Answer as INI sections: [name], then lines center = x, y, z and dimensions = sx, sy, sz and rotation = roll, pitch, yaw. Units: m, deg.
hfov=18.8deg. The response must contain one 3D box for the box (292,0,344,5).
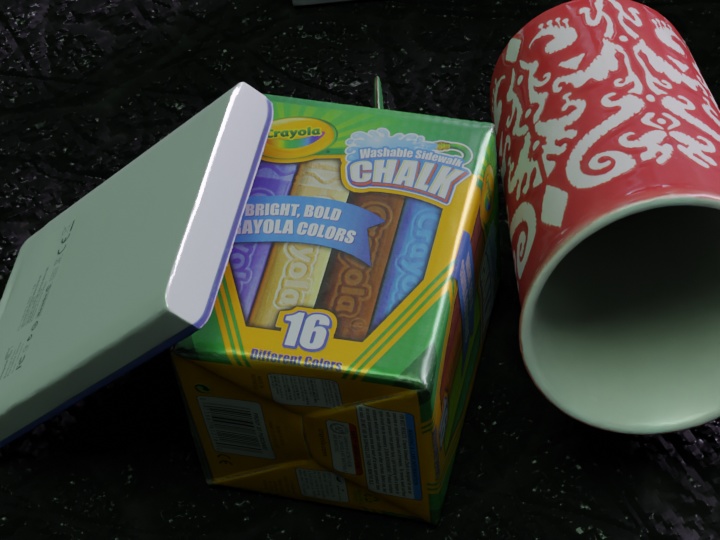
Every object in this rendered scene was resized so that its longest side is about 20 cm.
[box]
center = 0.025, -0.235, 1.185
dimensions = 0.155, 0.201, 0.041
rotation = -5, 52, 2

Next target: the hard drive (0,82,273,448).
[hard drive]
center = -0.122, 0.004, 1.048
dimensions = 0.025, 0.200, 0.133
rotation = 33, 51, -24

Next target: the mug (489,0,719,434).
[mug]
center = 0.137, -0.022, 1.066
dimensions = 0.133, 0.178, 0.201
rotation = -26, 36, 12

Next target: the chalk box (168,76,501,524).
[chalk box]
center = 0.000, 0.000, 1.060
dimensions = 0.123, 0.125, 0.201
rotation = 9, 56, 13
